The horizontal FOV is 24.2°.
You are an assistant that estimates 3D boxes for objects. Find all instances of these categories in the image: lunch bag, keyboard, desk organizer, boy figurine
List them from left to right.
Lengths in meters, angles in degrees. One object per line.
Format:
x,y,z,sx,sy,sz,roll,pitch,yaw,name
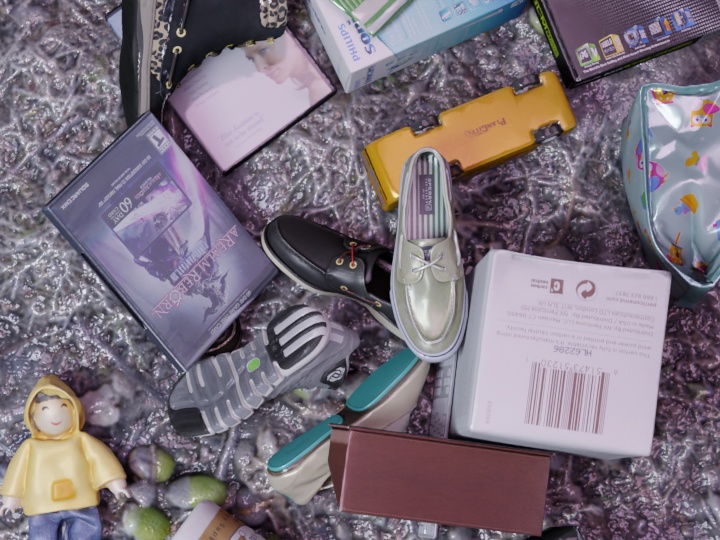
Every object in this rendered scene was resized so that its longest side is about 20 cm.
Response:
-0.277,0.198,1.574,0.124,0.064,0.201,-2,86,-1,boy figurine
0.069,0.191,1.532,0.199,0.072,0.077,9,84,-15,desk organizer
0.075,0.155,1.604,0.011,0.056,0.201,7,82,-7,keyboard
0.314,-0.068,1.591,0.122,0.170,0.201,-5,83,3,lunch bag

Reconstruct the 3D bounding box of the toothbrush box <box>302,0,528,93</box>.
0.046,-0.285,1.646,0.200,0.085,0.147,-25,84,-7,toothbrush box

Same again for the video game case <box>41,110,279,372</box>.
-0.181,-0.027,1.552,0.200,0.019,0.143,51,60,-16,video game case

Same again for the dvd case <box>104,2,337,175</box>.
-0.138,-0.214,1.659,0.143,0.018,0.200,-37,86,-7,dvd case

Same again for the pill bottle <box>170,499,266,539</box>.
-0.096,0.311,1.543,0.200,0.114,0.114,35,82,1,pill bottle

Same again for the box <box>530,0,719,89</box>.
0.265,-0.305,1.683,0.199,0.048,0.194,-20,86,-7,box

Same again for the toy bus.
0.105,-0.126,1.632,0.200,0.078,0.065,-22,83,-6,toy bus

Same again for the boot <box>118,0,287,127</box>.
-0.149,-0.207,1.596,0.153,0.074,0.204,-7,122,-21,boot

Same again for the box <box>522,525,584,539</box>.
0.128,0.332,1.537,0.200,0.149,0.125,-25,84,-6,box

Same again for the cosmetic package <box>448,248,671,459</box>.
0.177,0.083,1.547,0.167,0.200,0.167,8,82,-3,cosmetic package

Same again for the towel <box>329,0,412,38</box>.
-0.010,-0.337,1.600,0.200,0.023,0.153,44,81,7,towel

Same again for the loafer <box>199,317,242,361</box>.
-0.182,-0.001,1.601,0.073,0.071,0.200,-32,85,-7,loafer

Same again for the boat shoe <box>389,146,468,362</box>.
0.059,-0.016,1.543,0.072,0.062,0.201,-6,80,5,boat shoe

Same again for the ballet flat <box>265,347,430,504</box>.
0.000,0.152,1.602,0.200,0.069,0.070,-37,86,-6,ballet flat

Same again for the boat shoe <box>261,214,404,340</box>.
0.001,-0.002,1.607,0.201,0.063,0.074,30,52,-1,boat shoe

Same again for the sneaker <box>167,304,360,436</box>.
-0.081,0.108,1.593,0.200,0.115,0.075,-31,61,27,sneaker
